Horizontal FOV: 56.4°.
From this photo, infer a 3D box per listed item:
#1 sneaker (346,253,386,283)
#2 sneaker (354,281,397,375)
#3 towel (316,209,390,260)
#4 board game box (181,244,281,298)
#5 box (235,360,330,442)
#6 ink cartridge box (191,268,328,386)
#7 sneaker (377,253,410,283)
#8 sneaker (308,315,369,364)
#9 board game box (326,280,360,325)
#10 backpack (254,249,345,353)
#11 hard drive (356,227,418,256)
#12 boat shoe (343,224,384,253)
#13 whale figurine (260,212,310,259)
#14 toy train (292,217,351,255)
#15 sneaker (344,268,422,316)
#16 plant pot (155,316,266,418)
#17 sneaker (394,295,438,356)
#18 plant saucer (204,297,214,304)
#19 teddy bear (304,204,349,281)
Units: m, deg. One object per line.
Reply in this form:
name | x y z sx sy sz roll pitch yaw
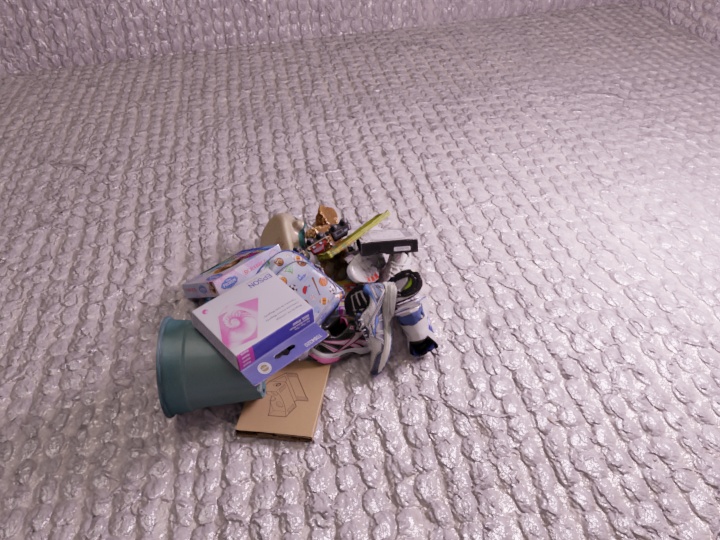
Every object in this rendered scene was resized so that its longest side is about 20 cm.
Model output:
sneaker | 0.000 0.000 1.660 0.081 0.078 0.200 -27 1 24
sneaker | 0.026 0.123 1.452 0.084 0.204 0.077 6 -7 -5
towel | -0.018 -0.087 1.642 0.199 0.018 0.086 -37 12 -22
board game box | -0.318 0.003 1.663 0.198 0.042 0.199 -34 17 -34
box | -0.157 0.265 1.396 0.160 0.022 0.201 3 38 9
ink cartridge box | -0.193 0.102 1.311 0.199 0.044 0.195 37 49 27
sneaker | 0.083 0.004 1.652 0.076 0.101 0.201 12 39 3
sneaker | -0.022 0.137 1.486 0.198 0.088 0.080 -20 41 -40
board game box | -0.065 0.080 1.622 0.196 0.035 0.135 -3 37 0
backpack | -0.151 0.056 1.488 0.189 0.154 0.201 37 68 4
hard drive | 0.061 -0.072 1.645 0.137 0.039 0.200 -4 10 -2
boat shoe | -0.026 -0.076 1.809 0.196 0.074 0.068 0 50 21
whale figurine | -0.180 -0.060 1.754 0.103 0.160 0.200 21 21 -45
toy train | -0.108 -0.062 1.638 0.198 0.046 0.034 -31 -2 -8
sneaker | 0.057 0.060 1.549 0.197 0.081 0.075 -18 73 13
plant pot | -0.292 0.189 1.358 0.192 0.203 0.202 -3 37 -1
sneaker | 0.124 0.129 1.509 0.079 0.117 0.199 -17 4 9
plant saucer | -0.283 0.038 1.620 0.197 0.019 0.070 -23 23 6
teddy bear | -0.085 -0.063 1.721 0.066 0.203 0.144 -29 -11 38
